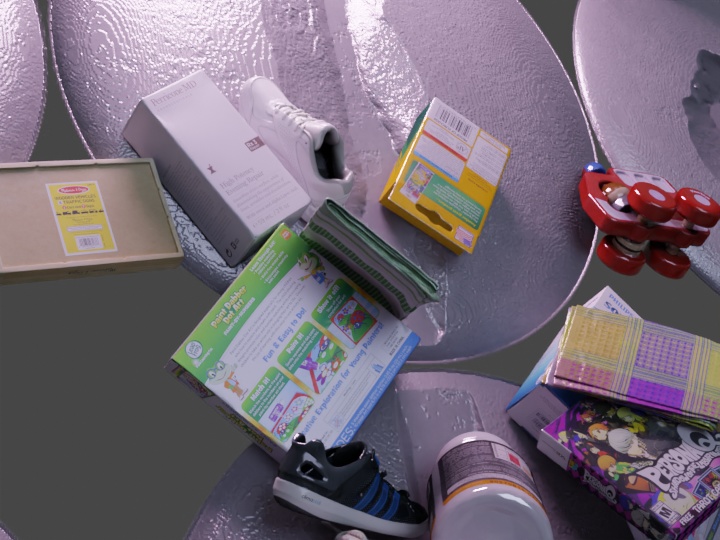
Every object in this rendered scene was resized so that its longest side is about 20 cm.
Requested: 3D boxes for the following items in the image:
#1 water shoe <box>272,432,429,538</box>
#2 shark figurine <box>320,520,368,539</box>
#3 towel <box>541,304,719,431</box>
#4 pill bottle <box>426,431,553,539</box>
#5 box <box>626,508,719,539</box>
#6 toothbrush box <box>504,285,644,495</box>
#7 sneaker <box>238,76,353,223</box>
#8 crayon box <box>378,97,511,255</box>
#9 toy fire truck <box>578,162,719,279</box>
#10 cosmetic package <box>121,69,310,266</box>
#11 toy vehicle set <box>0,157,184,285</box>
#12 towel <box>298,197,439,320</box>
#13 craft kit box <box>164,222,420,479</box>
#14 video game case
[{"bbox_3d":[0.005,0.211,1.144,0.199,0.071,0.080,22,83,-42],"label":"water shoe"},{"bbox_3d":[0.024,0.316,1.143,0.214,0.128,0.090,33,73,-32],"label":"shark figurine"},{"bbox_3d":[0.312,0.106,1.301,0.198,0.023,0.144,13,39,14],"label":"towel"},{"bbox_3d":[0.123,0.236,1.154,0.116,0.117,0.200,38,9,-5],"label":"pill bottle"},{"bbox_3d":[0.363,0.275,1.324,0.156,0.041,0.201,-46,117,-42],"label":"box"},{"bbox_3d":[0.286,0.140,1.390,0.146,0.085,0.200,43,50,0],"label":"toothbrush box"},{"bbox_3d":[-0.065,-0.156,1.353,0.078,0.099,0.201,-28,78,-40],"label":"sneaker"},{"bbox_3d":[0.104,-0.110,1.459,0.125,0.052,0.201,33,49,-9],"label":"crayon box"},{"bbox_3d":[0.379,-0.084,1.589,0.198,0.113,0.168,5,35,-29],"label":"toy fire truck"},{"bbox_3d":[-0.159,-0.115,1.289,0.200,0.074,0.102,50,49,4],"label":"cosmetic package"},{"bbox_3d":[-0.292,-0.054,1.199,0.199,0.027,0.125,-6,65,-34],"label":"toy vehicle set"},{"bbox_3d":[0.000,0.000,1.236,0.152,0.200,0.023,39,73,-3],"label":"towel"},{"bbox_3d":[-0.067,0.086,1.210,0.197,0.048,0.200,41,61,-6],"label":"craft kit box"},{"bbox_3d":[0.322,0.186,1.251,0.199,0.036,0.181,-29,50,-32],"label":"video game case"}]
